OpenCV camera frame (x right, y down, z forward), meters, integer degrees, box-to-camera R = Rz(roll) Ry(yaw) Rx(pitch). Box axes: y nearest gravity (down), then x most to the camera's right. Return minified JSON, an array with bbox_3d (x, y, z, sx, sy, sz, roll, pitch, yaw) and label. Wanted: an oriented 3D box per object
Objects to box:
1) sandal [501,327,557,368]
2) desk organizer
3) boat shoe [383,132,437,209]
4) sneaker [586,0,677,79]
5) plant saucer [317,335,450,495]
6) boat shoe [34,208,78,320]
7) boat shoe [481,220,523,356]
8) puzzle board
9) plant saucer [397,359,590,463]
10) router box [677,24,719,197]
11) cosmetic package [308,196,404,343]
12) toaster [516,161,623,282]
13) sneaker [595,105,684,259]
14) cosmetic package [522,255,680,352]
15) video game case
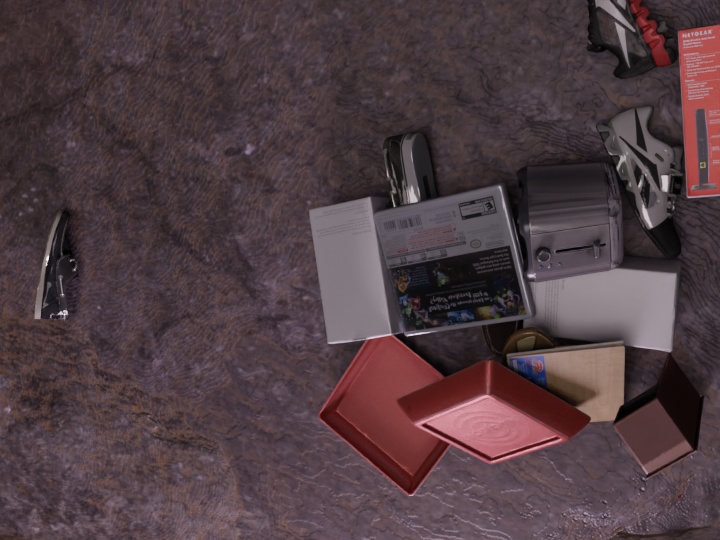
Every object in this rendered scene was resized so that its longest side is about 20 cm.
[{"bbox_3d":[0.248,0.126,1.217,0.079,0.200,0.055,-18,53,23],"label":"sandal"},{"bbox_3d":[0.386,0.181,1.138,0.071,0.199,0.078,-38,85,25],"label":"desk organizer"},{"bbox_3d":[0.073,-0.096,1.280,0.063,0.070,0.204,-1,101,34],"label":"boat shoe"},{"bbox_3d":[0.314,-0.331,1.114,0.097,0.071,0.203,-29,92,24],"label":"sneaker"},{"bbox_3d":[0.058,0.214,1.375,0.199,0.037,0.202,38,113,11],"label":"plant saucer"},{"bbox_3d":[-0.531,-0.009,1.566,0.066,0.072,0.204,9,102,-18],"label":"boat shoe"},{"bbox_3d":[0.196,0.030,1.251,0.071,0.072,0.204,6,105,21],"label":"boat shoe"},{"bbox_3d":[0.280,0.155,1.195,0.148,0.018,0.201,-7,142,12],"label":"puzzle board"},{"bbox_3d":[0.180,0.207,1.223,0.198,0.037,0.199,31,141,-24],"label":"plant saucer"},{"bbox_3d":[0.407,-0.191,1.038,0.048,0.200,0.183,-2,102,24],"label":"router box"},{"bbox_3d":[0.000,0.000,1.303,0.111,0.081,0.204,-8,90,27],"label":"cosmetic package"},{"bbox_3d":[0.270,-0.070,1.146,0.127,0.201,0.115,-4,119,12],"label":"toaster"},{"bbox_3d":[0.383,-0.116,1.135,0.087,0.074,0.203,-24,89,22],"label":"sneaker"},{"bbox_3d":[0.324,0.037,1.192,0.196,0.085,0.110,7,105,21],"label":"cosmetic package"},{"bbox_3d":[0.127,-0.011,1.216,0.197,0.023,0.185,-10,100,30],"label":"video game case"}]
